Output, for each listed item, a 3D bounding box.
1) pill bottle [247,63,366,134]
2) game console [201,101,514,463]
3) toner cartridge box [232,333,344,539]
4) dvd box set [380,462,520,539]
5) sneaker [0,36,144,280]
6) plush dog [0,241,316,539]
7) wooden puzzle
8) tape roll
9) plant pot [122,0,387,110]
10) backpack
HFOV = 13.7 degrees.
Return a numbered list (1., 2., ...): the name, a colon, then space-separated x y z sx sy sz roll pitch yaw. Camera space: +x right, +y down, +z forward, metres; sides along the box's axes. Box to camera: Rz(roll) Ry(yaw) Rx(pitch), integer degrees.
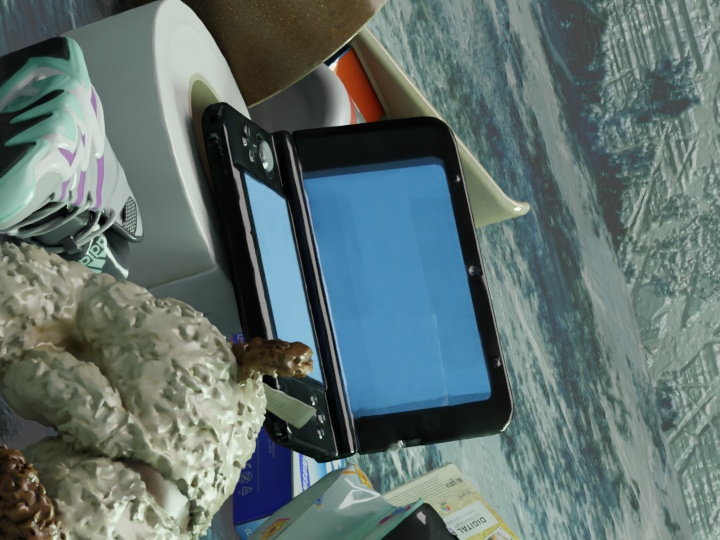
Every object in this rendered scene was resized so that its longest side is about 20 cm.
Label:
1. pill bottle: -0.031 -0.045 1.992 0.200 0.115 0.116 57 20 -53
2. game console: 0.000 0.000 1.741 0.176 0.116 0.201 34 43 -73
3. toner cartridge box: -0.044 0.112 1.891 0.200 0.043 0.095 -93 160 -48
4. dvd box set: 0.072 0.223 1.931 0.200 0.029 0.146 48 40 18
5. sneaker: -0.150 -0.027 1.533 0.200 0.077 0.140 -77 147 -66
6. plush dog: -0.114 0.103 1.424 0.200 0.160 0.172 56 47 -48
7. wooden puzzle: 0.005 -0.089 2.080 0.200 0.046 0.185 45 -20 -12
8. tape roll: -0.111 -0.054 1.761 0.202 0.071 0.203 -17 90 -78
9. plant pot: -0.095 -0.232 1.873 0.200 0.187 0.187 51 21 -23
10. backpack: -0.011 0.204 1.615 0.153 0.176 0.200 45 -8 16
